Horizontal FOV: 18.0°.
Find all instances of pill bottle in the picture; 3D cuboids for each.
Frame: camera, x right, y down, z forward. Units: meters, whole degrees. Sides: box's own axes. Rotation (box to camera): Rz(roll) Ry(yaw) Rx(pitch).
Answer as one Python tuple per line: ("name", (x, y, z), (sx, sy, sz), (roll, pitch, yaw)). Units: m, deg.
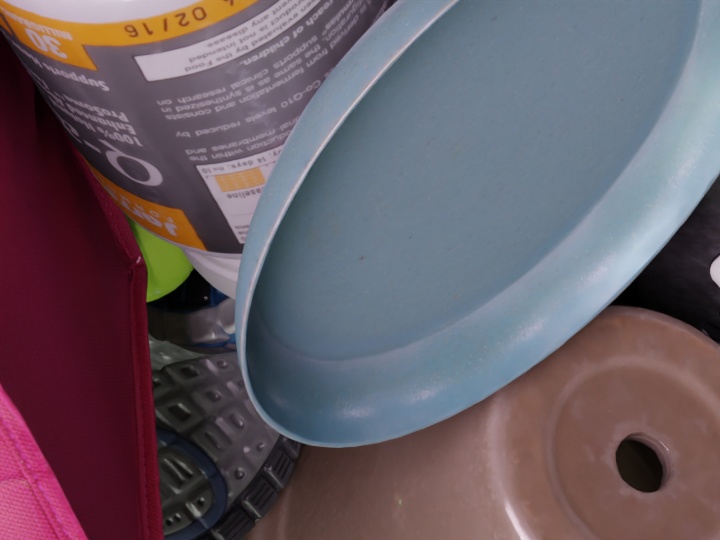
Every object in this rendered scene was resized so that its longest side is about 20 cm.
("pill bottle", (-0.037, -0.073, 0.644), (0.115, 0.117, 0.200), (6, 154, 17))

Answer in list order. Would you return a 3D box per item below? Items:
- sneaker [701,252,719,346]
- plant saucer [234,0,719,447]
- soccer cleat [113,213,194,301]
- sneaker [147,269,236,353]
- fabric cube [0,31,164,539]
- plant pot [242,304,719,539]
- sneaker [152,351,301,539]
("sneaker", (0.167, 0.034, 0.829), (0.080, 0.074, 0.200), (22, 154, 20))
("plant saucer", (0.041, -0.032, 0.648), (0.027, 0.200, 0.200), (47, 171, 29))
("soccer cleat", (-0.115, -0.077, 0.746), (0.200, 0.081, 0.067), (51, 161, -21))
("sneaker", (0.000, 0.000, 0.834), (0.199, 0.076, 0.086), (-12, 150, 44))
("fabric cube", (-0.176, 0.018, 0.616), (0.198, 0.197, 0.201), (-17, 129, 4))
("plant pot", (0.065, 0.093, 0.823), (0.199, 0.201, 0.175), (19, 152, -10))
("sneaker", (-0.107, 0.096, 0.839), (0.075, 0.199, 0.087), (54, 177, -6))
